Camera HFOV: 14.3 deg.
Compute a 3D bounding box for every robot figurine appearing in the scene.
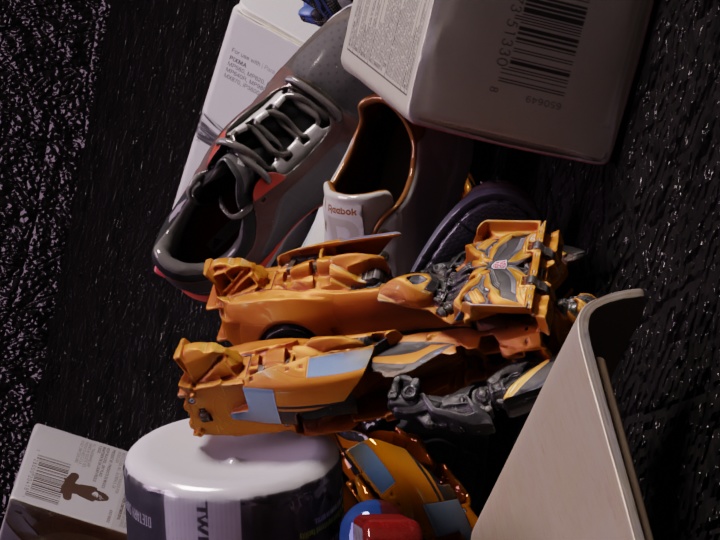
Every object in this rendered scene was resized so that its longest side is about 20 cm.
[{"bbox_3d":[0.017,0.026,1.375,0.145,0.199,0.058,-77,-26,-53],"label":"robot figurine"},{"bbox_3d":[-0.003,0.119,1.452,0.200,0.058,0.145,52,136,32],"label":"robot figurine"}]

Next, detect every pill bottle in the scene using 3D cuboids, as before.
[{"bbox_3d":[-0.058,0.179,1.393,0.106,0.106,0.201,-116,23,-70],"label":"pill bottle"}]

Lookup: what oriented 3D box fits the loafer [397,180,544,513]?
[{"bbox_3d":[0.049,0.038,1.490,0.063,0.072,0.201,-87,8,-65],"label":"loafer"}]

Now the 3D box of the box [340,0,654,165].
[{"bbox_3d":[0.070,-0.140,1.471,0.200,0.109,0.128,-128,51,-75],"label":"box"}]

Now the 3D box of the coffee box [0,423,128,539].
[{"bbox_3d":[-0.132,0.190,1.831,0.080,0.199,0.115,-78,7,-54],"label":"coffee box"}]

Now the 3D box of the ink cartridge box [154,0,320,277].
[{"bbox_3d":[-0.041,-0.087,1.843,0.144,0.084,0.201,-37,-29,-56],"label":"ink cartridge box"}]

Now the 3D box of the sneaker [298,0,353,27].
[{"bbox_3d":[-0.014,-0.184,1.627,0.200,0.078,0.076,75,-161,-62],"label":"sneaker"}]

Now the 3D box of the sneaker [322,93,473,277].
[{"bbox_3d":[0.000,0.000,1.541,0.073,0.085,0.201,5,81,35],"label":"sneaker"}]

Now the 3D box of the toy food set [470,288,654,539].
[{"bbox_3d":[0.107,0.127,1.198,0.200,0.060,0.144,-102,26,-43],"label":"toy food set"}]

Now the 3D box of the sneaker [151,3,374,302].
[{"bbox_3d":[-0.044,-0.063,1.601,0.200,0.077,0.082,-55,-14,8],"label":"sneaker"}]

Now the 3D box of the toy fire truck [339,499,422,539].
[{"bbox_3d":[0.014,0.188,1.284,0.200,0.112,0.169,111,158,-87],"label":"toy fire truck"}]

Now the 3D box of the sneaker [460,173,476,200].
[{"bbox_3d":[0.035,-0.046,1.646,0.077,0.078,0.201,-42,38,45],"label":"sneaker"}]

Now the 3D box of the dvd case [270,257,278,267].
[{"bbox_3d":[-0.054,0.054,1.725,0.146,0.022,0.201,169,86,-81],"label":"dvd case"}]

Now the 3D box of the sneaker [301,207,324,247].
[{"bbox_3d":[0.001,-0.023,1.737,0.071,0.073,0.201,114,167,-63],"label":"sneaker"}]
